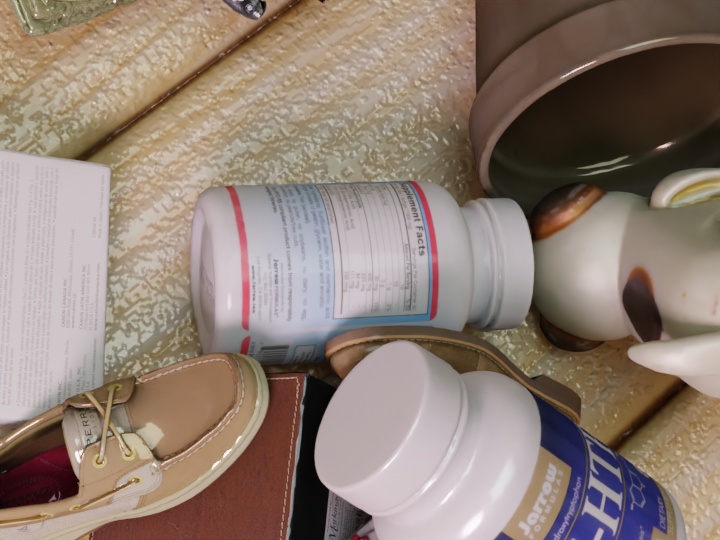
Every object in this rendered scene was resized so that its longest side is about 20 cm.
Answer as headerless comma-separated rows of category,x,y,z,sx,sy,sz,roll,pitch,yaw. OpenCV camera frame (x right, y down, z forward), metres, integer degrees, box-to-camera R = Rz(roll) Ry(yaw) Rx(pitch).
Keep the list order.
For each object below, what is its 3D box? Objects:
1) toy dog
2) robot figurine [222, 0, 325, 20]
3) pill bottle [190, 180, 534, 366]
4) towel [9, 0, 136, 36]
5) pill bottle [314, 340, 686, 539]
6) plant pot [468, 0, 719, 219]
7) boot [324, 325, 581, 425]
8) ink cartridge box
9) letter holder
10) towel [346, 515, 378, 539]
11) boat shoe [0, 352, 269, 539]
toy dog,0.194,0.014,1.020,0.193,0.199,0.141,-37,125,-31
robot figurine,-0.064,-0.258,1.012,0.144,0.058,0.201,-26,103,12
pill bottle,0.000,0.000,1.008,0.198,0.109,0.110,-2,78,-15
towel,-0.155,-0.240,1.038,0.199,0.036,0.150,-24,94,-29
pill bottle,0.076,0.127,0.913,0.199,0.119,0.121,35,70,-28
plant pot,0.151,-0.157,1.055,0.198,0.200,0.175,-6,63,-16
boot,0.060,0.089,0.987,0.199,0.073,0.076,25,59,-34
ink cartridge box,-0.245,0.006,0.954,0.198,0.050,0.163,7,76,-26
letter holder,-0.077,0.171,0.956,0.141,0.100,0.202,-4,70,28
towel,0.059,0.190,0.963,0.144,0.023,0.200,52,32,1
boat shoe,-0.144,0.102,0.918,0.199,0.066,0.074,-31,58,13
